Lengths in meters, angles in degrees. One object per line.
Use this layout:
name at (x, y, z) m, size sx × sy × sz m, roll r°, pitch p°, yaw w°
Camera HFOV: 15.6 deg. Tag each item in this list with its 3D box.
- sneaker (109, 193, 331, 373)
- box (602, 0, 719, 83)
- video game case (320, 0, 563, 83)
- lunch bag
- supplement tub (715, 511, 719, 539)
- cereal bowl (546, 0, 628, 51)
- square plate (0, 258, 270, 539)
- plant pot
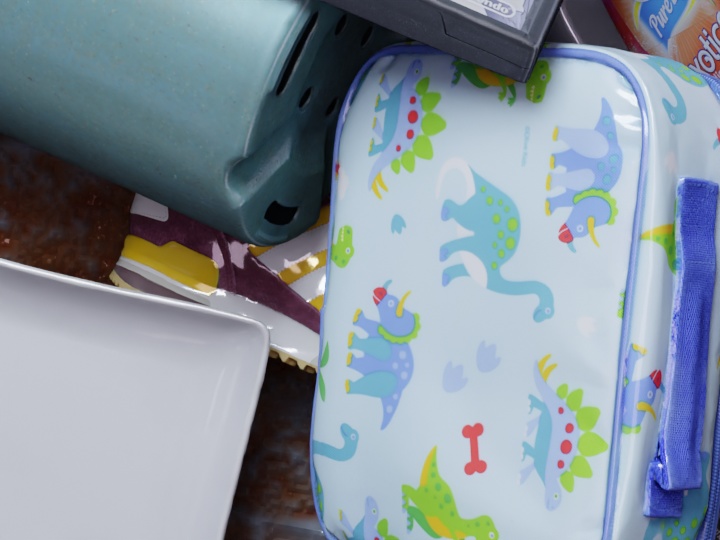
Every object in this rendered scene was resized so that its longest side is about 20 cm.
sneaker at (0.000, 0.000, 1.075) m, size 0.199 × 0.075 × 0.091 m, roll 20°, pitch 90°, yaw 5°
box at (0.193, -0.137, 0.982) m, size 0.199 × 0.100 × 0.096 m, roll -29°, pitch 92°, yaw -23°
video game case at (-0.002, -0.173, 0.949) m, size 0.199 × 0.026 × 0.181 m, roll 23°, pitch 53°, yaw 4°
lunch bag at (0.063, 0.019, 0.955) m, size 0.160 × 0.082 × 0.202 m, roll 5°, pitch 91°, yaw 45°
supplement tub at (0.092, 0.155, 1.025) m, size 0.199 × 0.123 × 0.123 m, roll -36°, pitch 82°, yaw 1°
cereal bowl at (0.140, -0.130, 1.058) m, size 0.199 × 0.083 × 0.202 m, roll 4°, pitch 78°, yaw -22°
square plate at (-0.148, 0.089, 1.074) m, size 0.198 × 0.028 × 0.200 m, roll 14°, pitch 104°, yaw 6°
plant pot at (-0.083, -0.118, 1.015) m, size 0.195 × 0.200 × 0.201 m, roll 28°, pitch 86°, yaw 17°
